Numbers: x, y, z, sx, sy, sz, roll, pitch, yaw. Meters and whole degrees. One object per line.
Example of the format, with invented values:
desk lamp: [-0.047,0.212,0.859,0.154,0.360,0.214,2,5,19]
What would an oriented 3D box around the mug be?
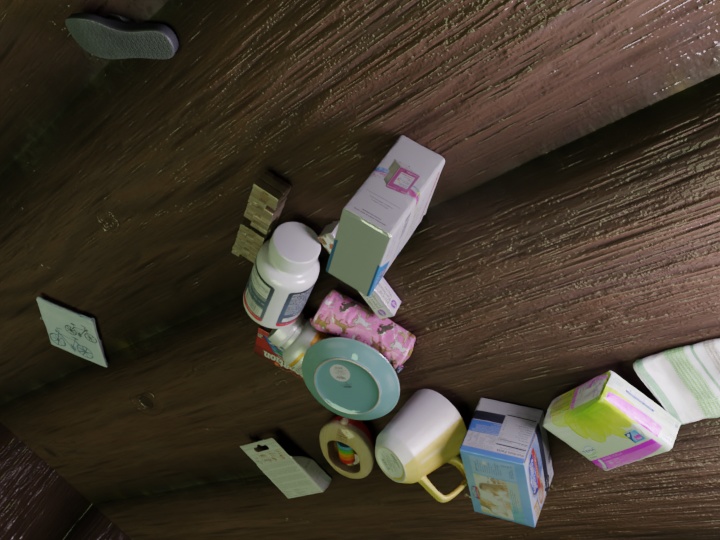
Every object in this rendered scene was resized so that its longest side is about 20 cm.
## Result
mug: [0.121,0.343,1.599,0.185,0.152,0.151,27,134,37]

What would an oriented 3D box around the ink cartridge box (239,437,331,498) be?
ink cartridge box: [-0.191,0.489,2.077,0.160,0.050,0.201,-24,110,46]

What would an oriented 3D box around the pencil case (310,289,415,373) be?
pencil case: [0.005,0.115,1.546,0.198,0.087,0.083,31,158,4]

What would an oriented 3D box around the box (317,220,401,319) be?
box: [0.000,0.000,1.469,0.038,0.042,0.201,-16,118,42]

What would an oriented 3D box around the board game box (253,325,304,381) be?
board game box: [-0.137,0.193,1.766,0.198,0.020,0.104,28,141,7]

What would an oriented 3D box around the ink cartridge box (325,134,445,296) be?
ink cartridge box: [0.039,-0.085,1.238,0.084,0.201,0.145,30,140,9]

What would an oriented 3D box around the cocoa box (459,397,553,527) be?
cocoa box: [0.283,0.369,1.574,0.132,0.132,0.202,7,133,28]

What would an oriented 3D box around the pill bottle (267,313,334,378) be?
pill bottle: [-0.084,0.165,1.631,0.199,0.113,0.113,40,140,-9]

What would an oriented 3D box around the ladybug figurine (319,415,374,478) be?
ladybug figurine: [-0.024,0.388,1.842,0.134,0.072,0.202,18,138,18]

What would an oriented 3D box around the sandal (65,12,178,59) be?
sandal: [-0.389,-0.387,1.352,0.197,0.043,0.077,12,143,10]

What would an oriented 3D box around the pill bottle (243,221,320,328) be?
pill bottle: [-0.140,0.007,1.507,0.119,0.120,0.201,31,140,2]

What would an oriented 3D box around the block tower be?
block tower: [-0.180,-0.094,1.485,0.057,0.054,0.201,33,140,1]

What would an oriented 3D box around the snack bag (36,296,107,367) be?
snack bag: [-0.752,0.157,2.136,0.186,0.022,0.202,20,138,15]

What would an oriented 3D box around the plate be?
plate: [-0.023,0.214,1.552,0.197,0.026,0.203,11,127,15]

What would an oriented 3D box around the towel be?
towel: [0.550,0.175,1.285,0.149,0.031,0.199,48,138,-17]

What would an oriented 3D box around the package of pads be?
package of pads: [0.420,0.261,1.406,0.154,0.069,0.200,35,149,-1]
